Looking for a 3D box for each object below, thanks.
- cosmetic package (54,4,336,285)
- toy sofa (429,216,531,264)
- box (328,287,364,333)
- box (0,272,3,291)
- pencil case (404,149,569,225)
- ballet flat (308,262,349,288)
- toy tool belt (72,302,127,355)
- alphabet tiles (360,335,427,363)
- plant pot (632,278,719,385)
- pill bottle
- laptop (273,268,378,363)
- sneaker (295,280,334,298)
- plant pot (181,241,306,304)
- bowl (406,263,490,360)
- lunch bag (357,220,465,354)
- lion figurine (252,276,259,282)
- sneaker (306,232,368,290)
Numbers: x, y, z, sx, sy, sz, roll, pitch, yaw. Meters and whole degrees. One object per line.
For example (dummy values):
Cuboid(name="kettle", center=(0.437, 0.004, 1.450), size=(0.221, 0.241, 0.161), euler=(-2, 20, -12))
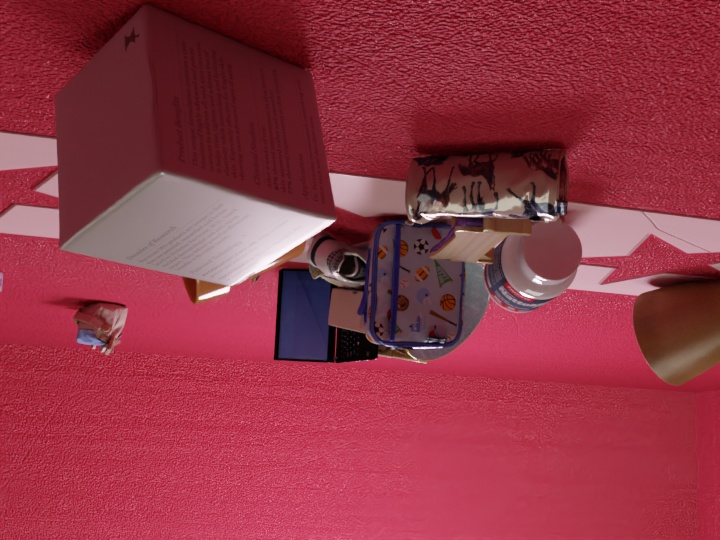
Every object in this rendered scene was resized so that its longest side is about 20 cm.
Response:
Cuboid(name="cosmetic package", center=(-0.155, -0.106, 0.928), size=(0.198, 0.170, 0.165), euler=(14, 148, -43))
Cuboid(name="toy sofa", center=(0.156, -0.070, 1.329), size=(0.096, 0.084, 0.200), euler=(5, 168, -6))
Cuboid(name="box", center=(0.014, 0.070, 1.693), size=(0.081, 0.070, 0.200), euler=(6, 180, -22))
Cuboid(name="box", center=(-0.757, 0.004, 1.976), size=(0.038, 0.042, 0.200), euler=(3, 167, -3))
Cuboid(name="pencil case", center=(0.149, -0.095, 1.189), size=(0.197, 0.091, 0.078), euler=(-1, -168, 13))
Cuboid(name="ballet flat", center=(0.000, 0.001, 1.743), size=(0.197, 0.072, 0.071), euler=(7, 167, -23))
Cuboid(name="toy tool belt", center=(-0.651, 0.151, 2.451), size=(0.124, 0.125, 0.199), euler=(11, 166, -36))
Cuboid(name="alphabet tiles", center=(0.093, 0.090, 1.875), size=(0.164, 0.202, 0.006), euler=(9, 136, 8))
Cuboid(name="plant pot", center=(0.643, 0.096, 1.854), size=(0.185, 0.189, 0.199), euler=(12, 152, -39))
Cuboid(name="pill bottle", center=(0.263, -0.009, 1.513), size=(0.118, 0.122, 0.200), euler=(3, 168, -4))
Cuboid(name="laptop", center=(-0.061, 0.077, 1.846), size=(0.102, 0.180, 0.199), euler=(10, 167, -37))
Cuboid(name="sneaker", center=(-0.116, 0.051, 1.998), size=(0.087, 0.083, 0.200), euler=(7, 159, -17))
Cuboid(name="plant pot", center=(-0.146, -0.074, 1.156), size=(0.138, 0.203, 0.200), euler=(-12, 172, -15))
Cuboid(name="bowl", center=(0.122, 0.045, 1.748), size=(0.199, 0.202, 0.107), euler=(15, -161, -47))
Cuboid(name="lunch bag", center=(0.078, 0.026, 1.518), size=(0.158, 0.203, 0.075), euler=(4, 177, -13))
Cuboid(name="lion figurine", center=(-0.210, -0.040, 1.577), size=(0.121, 0.073, 0.200), euler=(30, 162, 7))
Cuboid(name="sneaker", center=(0.000, 0.000, 1.647), size=(0.080, 0.077, 0.199), euler=(26, -173, 43))
